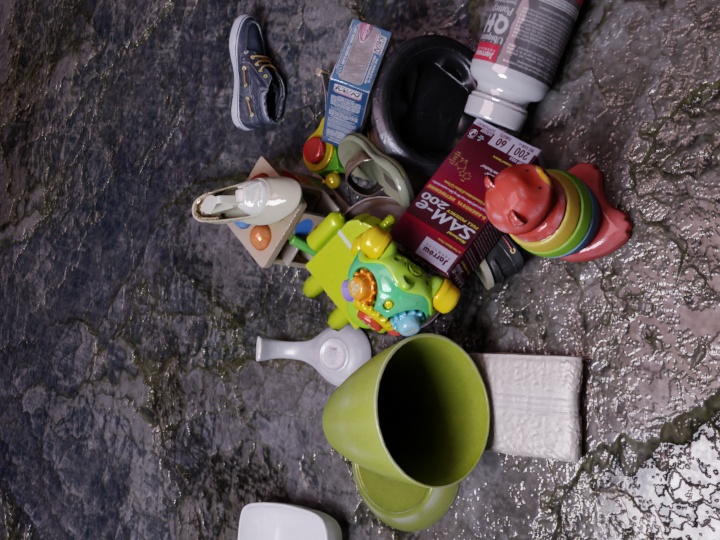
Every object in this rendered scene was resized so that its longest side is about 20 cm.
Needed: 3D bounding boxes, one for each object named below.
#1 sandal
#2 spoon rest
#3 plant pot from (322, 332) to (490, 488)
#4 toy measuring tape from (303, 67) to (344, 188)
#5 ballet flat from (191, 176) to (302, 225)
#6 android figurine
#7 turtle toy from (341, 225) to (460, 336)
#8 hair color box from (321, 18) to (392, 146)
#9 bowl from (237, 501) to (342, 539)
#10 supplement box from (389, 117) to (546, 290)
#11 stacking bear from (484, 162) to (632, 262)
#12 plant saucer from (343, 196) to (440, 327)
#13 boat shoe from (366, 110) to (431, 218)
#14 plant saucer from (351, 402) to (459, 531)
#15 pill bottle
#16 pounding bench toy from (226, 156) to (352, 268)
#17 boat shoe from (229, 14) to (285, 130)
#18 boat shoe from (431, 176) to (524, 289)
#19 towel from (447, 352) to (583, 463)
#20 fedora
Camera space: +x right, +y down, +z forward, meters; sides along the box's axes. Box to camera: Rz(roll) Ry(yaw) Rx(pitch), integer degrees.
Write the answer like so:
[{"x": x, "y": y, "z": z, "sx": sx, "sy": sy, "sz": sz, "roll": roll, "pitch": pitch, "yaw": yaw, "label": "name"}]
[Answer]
[{"x": 0.009, "y": -0.135, "z": 1.148, "sx": 0.057, "sy": 0.080, "sz": 0.201, "roll": -34, "pitch": 31, "yaw": -8, "label": "sandal"}, {"x": -0.069, "y": 0.129, "z": 1.311, "sx": 0.197, "sy": 0.060, "sz": 0.101, "roll": 3, "pitch": 87, "yaw": 27, "label": "spoon rest"}, {"x": 0.038, "y": 0.192, "z": 1.102, "sx": 0.199, "sy": 0.185, "sz": 0.191, "roll": -20, "pitch": 71, "yaw": 53, "label": "plant pot"}, {"x": -0.065, "y": -0.223, "z": 1.336, "sx": 0.073, "sy": 0.073, "sz": 0.203, "roll": -22, "pitch": 70, "yaw": 36, "label": "toy measuring tape"}, {"x": -0.173, "y": -0.100, "z": 1.208, "sx": 0.198, "sy": 0.069, "sz": 0.071, "roll": -8, "pitch": 79, "yaw": 39, "label": "ballet flat"}, {"x": 0.000, "y": 0.000, "z": 1.187, "sx": 0.183, "sy": 0.041, "sz": 0.200, "roll": 50, "pitch": 126, "yaw": 5, "label": "android figurine"}, {"x": 0.033, "y": 0.028, "z": 1.068, "sx": 0.145, "sy": 0.200, "sz": 0.102, "roll": 37, "pitch": 81, "yaw": -5, "label": "turtle toy"}, {"x": -0.009, "y": -0.262, "z": 1.203, "sx": 0.060, "sy": 0.200, "sz": 0.101, "roll": 19, "pitch": 73, "yaw": -1, "label": "hair color box"}, {"x": -0.100, "y": 0.460, "z": 1.275, "sx": 0.198, "sy": 0.074, "sz": 0.203, "roll": -4, "pitch": 82, "yaw": 41, "label": "bowl"}, {"x": 0.139, "y": -0.086, "z": 1.072, "sx": 0.108, "sy": 0.061, "sz": 0.201, "roll": 33, "pitch": 82, "yaw": 32, "label": "supplement box"}, {"x": 0.220, "y": -0.074, "z": 0.988, "sx": 0.113, "sy": 0.199, "sz": 0.123, "roll": -39, "pitch": 62, "yaw": 29, "label": "stacking bear"}, {"x": 0.048, "y": -0.011, "z": 1.198, "sx": 0.198, "sy": 0.032, "sz": 0.204, "roll": 12, "pitch": 113, "yaw": 30, "label": "plant saucer"}, {"x": 0.056, "y": -0.153, "z": 1.229, "sx": 0.066, "sy": 0.073, "sz": 0.203, "roll": -24, "pitch": 75, "yaw": 60, "label": "boat shoe"}, {"x": 0.055, "y": 0.273, "z": 1.195, "sx": 0.198, "sy": 0.031, "sz": 0.204, "roll": -5, "pitch": 81, "yaw": 39, "label": "plant saucer"}, {"x": 0.209, "y": -0.290, "z": 1.083, "sx": 0.110, "sy": 0.110, "sz": 0.203, "roll": 28, "pitch": 102, "yaw": 39, "label": "pill bottle"}, {"x": -0.092, "y": -0.060, "z": 1.279, "sx": 0.200, "sy": 0.155, "sz": 0.125, "roll": 48, "pitch": 114, "yaw": 33, "label": "pounding bench toy"}, {"x": -0.175, "y": -0.350, "z": 1.449, "sx": 0.090, "sy": 0.070, "sz": 0.204, "roll": 0, "pitch": 91, "yaw": 39, "label": "boat shoe"}, {"x": 0.156, "y": -0.065, "z": 1.135, "sx": 0.062, "sy": 0.074, "sz": 0.203, "roll": -27, "pitch": 53, "yaw": -1, "label": "boat shoe"}, {"x": 0.199, "y": 0.175, "z": 1.084, "sx": 0.198, "sy": 0.034, "sz": 0.135, "roll": -2, "pitch": 85, "yaw": 40, "label": "towel"}, {"x": 0.093, "y": -0.224, "z": 1.167, "sx": 0.091, "sy": 0.197, "sz": 0.204, "roll": 156, "pitch": 115, "yaw": -71, "label": "fedora"}]
